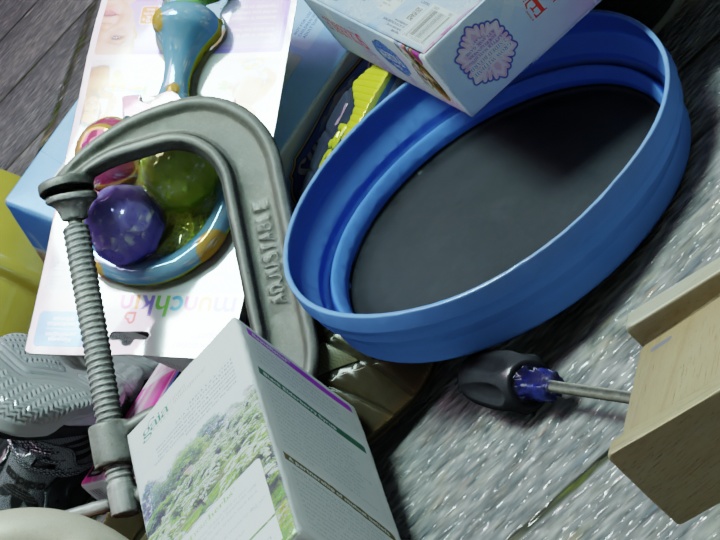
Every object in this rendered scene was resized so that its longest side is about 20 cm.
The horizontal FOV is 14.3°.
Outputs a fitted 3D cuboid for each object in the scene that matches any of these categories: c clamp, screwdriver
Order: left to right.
[{"bbox_3d":[-0.105,0.019,1.351,0.170,0.027,0.201,-10,75,14],"label":"c clamp"},{"bbox_3d":[0.087,0.051,1.166,0.028,0.029,0.200,-54,20,-11],"label":"screwdriver"}]

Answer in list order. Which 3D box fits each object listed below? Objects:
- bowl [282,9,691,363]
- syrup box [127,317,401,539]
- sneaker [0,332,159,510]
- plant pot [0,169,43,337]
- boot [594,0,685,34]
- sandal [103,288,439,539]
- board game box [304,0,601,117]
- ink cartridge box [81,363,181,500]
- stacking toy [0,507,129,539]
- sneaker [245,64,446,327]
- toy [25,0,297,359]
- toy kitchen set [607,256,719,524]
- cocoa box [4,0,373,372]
[{"bbox_3d":[0.059,-0.037,1.297,0.200,0.039,0.201,-26,31,18],"label":"bowl"},{"bbox_3d":[-0.038,0.109,1.226,0.079,0.081,0.200,-47,23,12],"label":"syrup box"},{"bbox_3d":[-0.180,0.097,1.617,0.114,0.075,0.200,-62,-11,12],"label":"sneaker"},{"bbox_3d":[-0.280,0.049,1.875,0.201,0.200,0.189,-26,45,55],"label":"plant pot"},{"bbox_3d":[0.115,-0.160,1.463,0.200,0.072,0.144,-33,20,48],"label":"boot"},{"bbox_3d":[-0.041,0.086,1.364,0.200,0.082,0.055,-48,-22,12],"label":"sandal"},{"bbox_3d":[0.082,-0.169,1.359,0.199,0.041,0.200,-42,22,-3],"label":"board game box"},{"bbox_3d":[-0.075,0.045,1.588,0.200,0.037,0.095,-56,16,-23],"label":"ink cartridge box"},{"bbox_3d":[-0.156,0.188,1.376,0.146,0.146,0.200,-53,1,-8],"label":"stacking toy"},{"bbox_3d":[0.000,0.000,1.418,0.200,0.082,0.074,-64,17,7],"label":"sneaker"},{"bbox_3d":[-0.104,-0.058,1.413,0.115,0.047,0.200,1,66,25],"label":"toy"},{"bbox_3d":[0.139,-0.060,0.975,0.200,0.180,0.163,-34,22,34],"label":"toy kitchen set"},{"bbox_3d":[-0.065,-0.058,1.517,0.133,0.131,0.200,21,66,30],"label":"cocoa box"}]
